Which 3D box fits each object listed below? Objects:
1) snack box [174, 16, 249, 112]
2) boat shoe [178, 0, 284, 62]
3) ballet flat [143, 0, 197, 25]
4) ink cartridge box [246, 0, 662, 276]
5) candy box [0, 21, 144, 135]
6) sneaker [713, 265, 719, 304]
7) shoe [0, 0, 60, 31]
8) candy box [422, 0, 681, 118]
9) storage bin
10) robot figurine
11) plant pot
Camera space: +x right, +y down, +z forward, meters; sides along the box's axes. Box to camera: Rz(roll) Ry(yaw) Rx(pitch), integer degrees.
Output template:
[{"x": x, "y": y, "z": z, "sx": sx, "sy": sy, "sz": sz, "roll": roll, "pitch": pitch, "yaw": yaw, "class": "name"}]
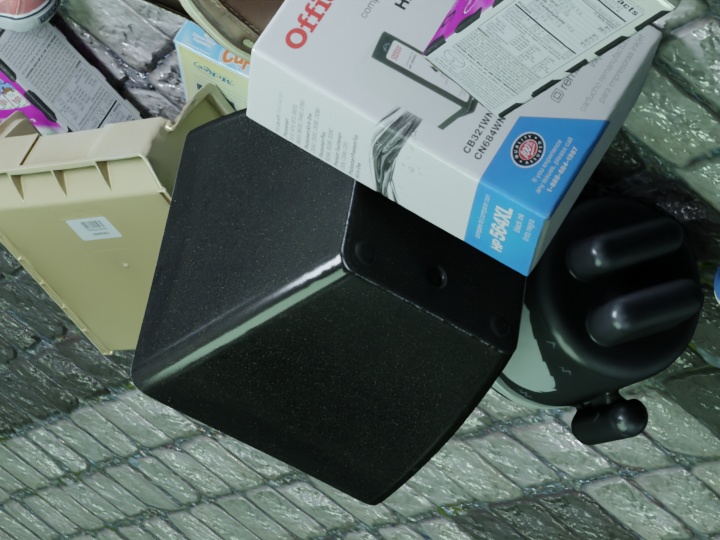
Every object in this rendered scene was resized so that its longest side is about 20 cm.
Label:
[{"x": -0.034, "y": -0.100, "z": 1.761, "sx": 0.199, "sy": 0.037, "sz": 0.116, "roll": 27, "pitch": 156, "yaw": 15, "class": "snack box"}, {"x": -0.023, "y": -0.155, "z": 1.600, "sx": 0.202, "sy": 0.075, "sz": 0.075, "roll": 29, "pitch": 161, "yaw": -22, "class": "boat shoe"}, {"x": -0.136, "y": -0.191, "z": 1.705, "sx": 0.199, "sy": 0.047, "sz": 0.067, "roll": 28, "pitch": 158, "yaw": 13, "class": "ballet flat"}, {"x": 0.052, "y": -0.115, "z": 1.475, "sx": 0.199, "sy": 0.146, "sz": 0.084, "roll": 30, "pitch": 158, "yaw": 8, "class": "ink cartridge box"}, {"x": -0.241, "y": -0.117, "z": 1.955, "sx": 0.136, "sy": 0.061, "sz": 0.200, "roll": -1, "pitch": 139, "yaw": 51, "class": "candy box"}, {"x": 0.249, "y": -0.034, "z": 1.457, "sx": 0.111, "sy": 0.077, "sz": 0.200, "roll": 36, "pitch": 154, "yaw": -21, "class": "sneaker"}, {"x": -0.312, "y": -0.237, "z": 1.826, "sx": 0.199, "sy": 0.072, "sz": 0.091, "roll": 17, "pitch": 151, "yaw": 23, "class": "shoe"}, {"x": 0.121, "y": -0.170, "z": 1.286, "sx": 0.061, "sy": 0.137, "sz": 0.200, "roll": 37, "pitch": 157, "yaw": -11, "class": "candy box"}, {"x": -0.152, "y": -0.037, "z": 1.831, "sx": 0.199, "sy": 0.094, "sz": 0.199, "roll": -4, "pitch": 137, "yaw": 40, "class": "storage bin"}, {"x": 0.142, "y": 0.023, "z": 1.655, "sx": 0.124, "sy": 0.151, "sz": 0.200, "roll": 25, "pitch": 160, "yaw": -15, "class": "robot figurine"}, {"x": 0.000, "y": 0.000, "z": 1.591, "sx": 0.199, "sy": 0.201, "sz": 0.177, "roll": 28, "pitch": 145, "yaw": -25, "class": "plant pot"}]
